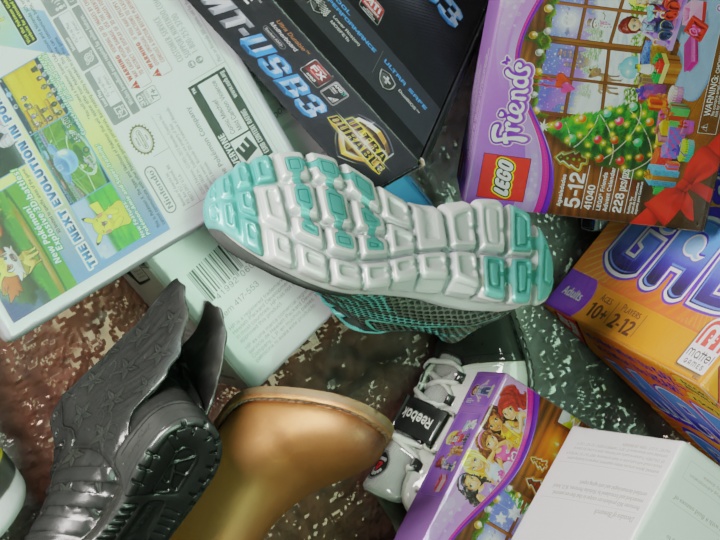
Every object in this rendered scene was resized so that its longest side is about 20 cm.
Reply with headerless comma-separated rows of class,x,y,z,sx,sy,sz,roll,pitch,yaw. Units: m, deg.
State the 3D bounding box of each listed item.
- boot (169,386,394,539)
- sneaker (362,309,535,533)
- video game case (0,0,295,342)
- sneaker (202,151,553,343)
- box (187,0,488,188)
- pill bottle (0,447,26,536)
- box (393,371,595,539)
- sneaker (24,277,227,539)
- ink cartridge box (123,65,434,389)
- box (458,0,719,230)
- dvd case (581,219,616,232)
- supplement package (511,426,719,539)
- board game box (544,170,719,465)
boot,-0.078,0.147,1.471,0.077,0.199,0.156,56,32,-45
sneaker,0.047,0.099,1.601,0.088,0.074,0.201,0,92,-24
video game case,-0.155,-0.095,1.445,0.182,0.022,0.201,-31,95,-16
sneaker,0.000,0.000,1.478,0.199,0.091,0.078,15,55,-26
box,-0.018,-0.173,1.517,0.200,0.050,0.199,47,39,-18
pill bottle,-0.272,0.069,1.446,0.114,0.114,0.200,-39,107,-16
box,0.081,0.175,1.554,0.136,0.039,0.201,31,78,-21
sneaker,-0.132,0.106,1.454,0.060,0.104,0.200,34,100,-35
ink cartridge box,-0.081,-0.059,1.533,0.146,0.086,0.200,-44,106,-14
box,0.135,-0.124,1.499,0.136,0.039,0.201,6,116,-7
dvd case,0.209,-0.118,1.683,0.149,0.025,0.201,5,92,-23
supplement package,0.135,0.201,1.492,0.121,0.120,0.201,36,76,-22
board game box,0.269,0.024,1.600,0.200,0.200,0.200,41,85,-24
